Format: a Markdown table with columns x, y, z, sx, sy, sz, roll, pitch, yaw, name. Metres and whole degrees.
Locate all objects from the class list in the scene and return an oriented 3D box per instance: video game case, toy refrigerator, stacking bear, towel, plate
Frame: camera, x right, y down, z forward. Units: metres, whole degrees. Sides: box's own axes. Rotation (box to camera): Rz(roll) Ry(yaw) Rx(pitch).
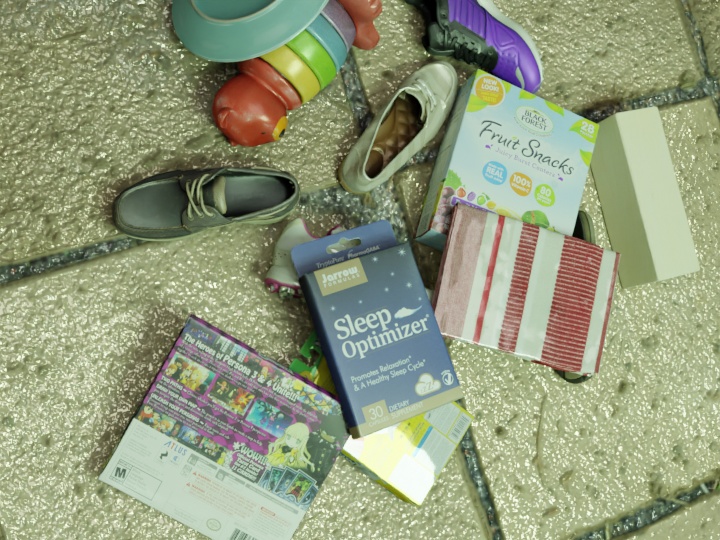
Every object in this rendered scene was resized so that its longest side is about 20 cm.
| x | y | z | sx | sy | sz | roll | pitch | yaw | name |
| --- | --- | --- | --- | --- | --- | --- | --- | --- | --- |
| -0.127 | 0.170 | 0.890 | 0.199 | 0.036 | 0.183 | 30 | 91 | -9 | video game case |
| 0.340 | -0.087 | 1.086 | 0.069 | 0.076 | 0.203 | -12 | 85 | -19 | toy refrigerator |
| -0.079 | -0.218 | 0.958 | 0.113 | 0.122 | 0.201 | 35 | 81 | 5 | stacking bear |
| 0.178 | 0.022 | 0.973 | 0.198 | 0.023 | 0.146 | 16 | 81 | -10 | towel |
| -0.114 | -0.306 | 0.935 | 0.198 | 0.026 | 0.202 | -10 | 62 | 19 | plate |

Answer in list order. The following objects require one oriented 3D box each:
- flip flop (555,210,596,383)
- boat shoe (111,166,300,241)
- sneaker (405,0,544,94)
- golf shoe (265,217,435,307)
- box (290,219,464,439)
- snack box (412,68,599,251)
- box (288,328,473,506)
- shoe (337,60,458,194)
| x | y | z | sx | sy | sz | roll | pitch | yaw | name |
| --- | --- | --- | --- | --- | --- | --- | --- | --- | --- |
| 0.260 | 0.030 | 1.050 | 0.057 | 0.081 | 0.203 | 11 | 73 | -30 | flip flop |
| -0.155 | -0.078 | 0.926 | 0.198 | 0.073 | 0.075 | -12 | 85 | -19 | boat shoe |
| 0.123 | -0.270 | 1.049 | 0.099 | 0.070 | 0.201 | -37 | 85 | -20 | sneaker |
| 0.000 | 0.000 | 0.966 | 0.198 | 0.075 | 0.093 | 13 | 74 | -17 | golf shoe |
| 0.015 | 0.052 | 0.902 | 0.120 | 0.032 | 0.202 | -17 | 82 | -22 | box |
| 0.169 | -0.103 | 1.038 | 0.167 | 0.068 | 0.202 | 20 | 75 | -13 | snack box |
| 0.010 | 0.146 | 0.960 | 0.199 | 0.048 | 0.118 | 39 | 73 | -11 | box |
| 0.052 | -0.164 | 1.017 | 0.070 | 0.053 | 0.201 | 41 | 72 | -8 | shoe |
